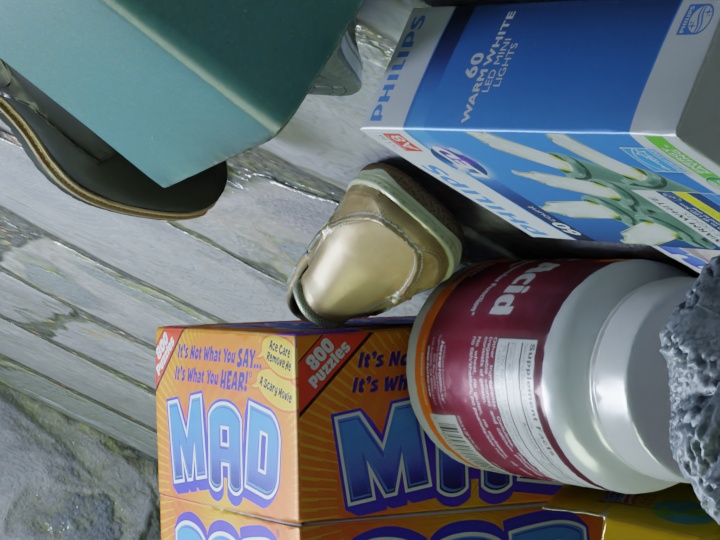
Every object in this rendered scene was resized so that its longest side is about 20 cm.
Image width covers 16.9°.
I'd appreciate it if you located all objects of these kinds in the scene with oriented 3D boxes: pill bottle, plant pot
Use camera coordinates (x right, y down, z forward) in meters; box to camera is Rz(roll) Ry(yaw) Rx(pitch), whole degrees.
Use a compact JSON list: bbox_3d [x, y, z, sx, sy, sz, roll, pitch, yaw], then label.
[{"bbox_3d":[0.116,0.051,1.216,0.114,0.115,0.200,30,167,-25],"label":"pill bottle"},{"bbox_3d":[-0.087,-0.145,0.727,0.200,0.142,0.141,35,166,-12],"label":"plant pot"}]

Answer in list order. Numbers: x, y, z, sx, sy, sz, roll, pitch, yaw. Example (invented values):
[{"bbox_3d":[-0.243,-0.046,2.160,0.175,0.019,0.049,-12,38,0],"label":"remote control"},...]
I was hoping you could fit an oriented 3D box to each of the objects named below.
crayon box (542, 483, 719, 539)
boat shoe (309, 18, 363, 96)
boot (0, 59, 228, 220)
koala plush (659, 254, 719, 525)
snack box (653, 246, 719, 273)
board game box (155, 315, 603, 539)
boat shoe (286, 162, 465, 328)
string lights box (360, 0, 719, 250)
[{"bbox_3d":[0.205,0.139,1.246,0.199,0.051,0.127,11,-160,22],"label":"crayon box"},{"bbox_3d":[-0.034,-0.111,0.967,0.074,0.065,0.202,4,173,2],"label":"boat shoe"},{"bbox_3d":[-0.114,-0.084,1.199,0.200,0.078,0.138,32,161,-36],"label":"boot"},{"bbox_3d":[0.237,0.075,0.993,0.200,0.178,0.184,34,176,-41],"label":"koala plush"},{"bbox_3d":[0.181,-0.003,1.068,0.199,0.024,0.072,28,169,-17],"label":"snack box"},{"bbox_3d":[0.012,0.130,1.391,0.199,0.201,0.200,-2,-179,-27],"label":"board game box"},{"bbox_3d":[0.000,0.000,1.282,0.072,0.076,0.200,45,167,1],"label":"boat shoe"},{"bbox_3d":[0.100,-0.055,0.920,0.103,0.059,0.200,30,167,-30],"label":"string lights box"}]
